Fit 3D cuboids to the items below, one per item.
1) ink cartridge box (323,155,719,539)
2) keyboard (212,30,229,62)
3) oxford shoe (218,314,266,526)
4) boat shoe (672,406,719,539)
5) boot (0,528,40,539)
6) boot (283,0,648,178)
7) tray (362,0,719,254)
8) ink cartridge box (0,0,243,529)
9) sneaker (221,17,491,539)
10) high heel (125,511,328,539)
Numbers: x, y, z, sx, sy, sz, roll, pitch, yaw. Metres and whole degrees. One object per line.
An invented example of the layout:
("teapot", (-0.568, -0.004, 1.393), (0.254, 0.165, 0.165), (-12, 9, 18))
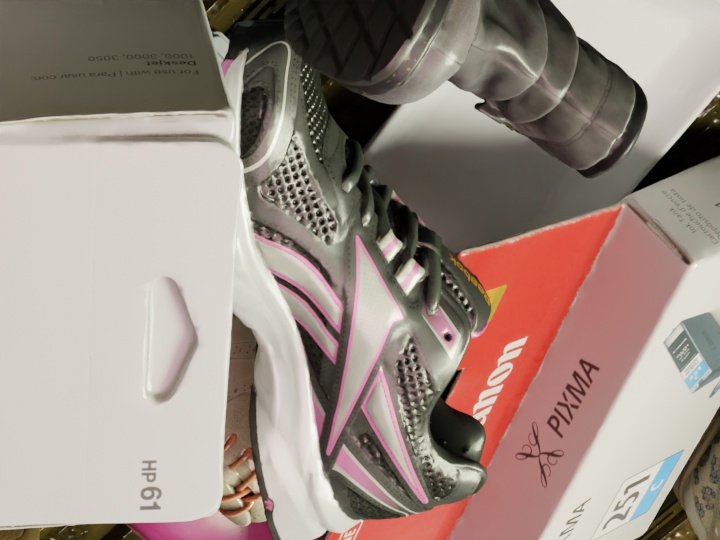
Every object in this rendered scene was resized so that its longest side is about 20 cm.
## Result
("ink cartridge box", (0.078, 0.053, 1.145), (0.176, 0.045, 0.200), (-21, 147, -41))
("keyboard", (-0.106, -0.001, 1.084), (0.200, 0.011, 0.056), (-42, 117, 7))
("oxford shoe", (-0.047, 0.052, 1.094), (0.071, 0.074, 0.200), (-25, 157, 31))
("boat shoe", (0.189, 0.045, 1.207), (0.073, 0.063, 0.200), (5, 132, -18))
("boot", (-0.241, 0.110, 1.162), (0.200, 0.072, 0.155), (18, 127, -22))
("boot", (0.042, -0.075, 0.951), (0.132, 0.200, 0.070), (35, 103, -18))
("tray", (0.053, -0.047, 1.113), (0.107, 0.022, 0.200), (19, 127, -30))
("ink cartridge box", (-0.094, -0.031, 0.947), (0.085, 0.200, 0.145), (-3, 121, -11))
("sneaker", (0.000, 0.000, 1.020), (0.086, 0.080, 0.200), (-6, 124, 9))
("high heel", (-0.073, 0.056, 1.148), (0.200, 0.067, 0.096), (17, 137, -24))
